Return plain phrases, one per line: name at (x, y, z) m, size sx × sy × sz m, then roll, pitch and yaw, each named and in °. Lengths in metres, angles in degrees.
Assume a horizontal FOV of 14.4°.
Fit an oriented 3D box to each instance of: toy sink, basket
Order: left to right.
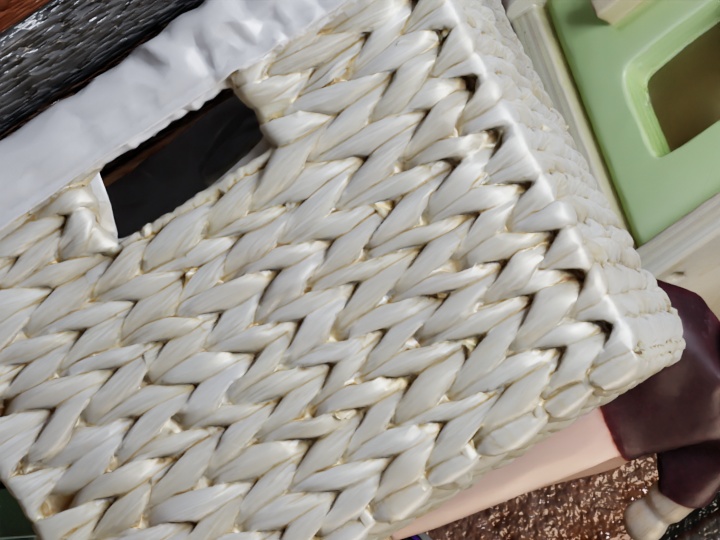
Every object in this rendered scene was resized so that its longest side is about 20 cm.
basket at (-0.016, 0.005, 0.891) m, size 0.198 × 0.161 × 0.200 m, roll -32°, pitch 174°, yaw 8°
toy sink at (0.139, -0.092, 1.059) m, size 0.130 × 0.200 × 0.112 m, roll -36°, pitch 145°, yaw 31°

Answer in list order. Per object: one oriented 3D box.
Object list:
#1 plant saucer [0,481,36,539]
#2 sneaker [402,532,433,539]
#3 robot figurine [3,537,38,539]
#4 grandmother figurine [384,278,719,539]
plant saucer at (-0.177, 0.082, 0.956) m, size 0.200 × 0.019 × 0.070 m, roll -4°, pitch -177°, yaw 11°
sneaker at (-0.066, 0.139, 1.179) m, size 0.200 × 0.070 × 0.100 m, roll -14°, pitch 175°, yaw 4°
robot figurine at (-0.170, 0.169, 1.024) m, size 0.170 × 0.113 × 0.200 m, roll -4°, pitch 145°, yaw -37°
grandmother figurine at (0.089, 0.047, 1.000) m, size 0.200 × 0.121 × 0.061 m, roll -19°, pitch -143°, yaw 16°
